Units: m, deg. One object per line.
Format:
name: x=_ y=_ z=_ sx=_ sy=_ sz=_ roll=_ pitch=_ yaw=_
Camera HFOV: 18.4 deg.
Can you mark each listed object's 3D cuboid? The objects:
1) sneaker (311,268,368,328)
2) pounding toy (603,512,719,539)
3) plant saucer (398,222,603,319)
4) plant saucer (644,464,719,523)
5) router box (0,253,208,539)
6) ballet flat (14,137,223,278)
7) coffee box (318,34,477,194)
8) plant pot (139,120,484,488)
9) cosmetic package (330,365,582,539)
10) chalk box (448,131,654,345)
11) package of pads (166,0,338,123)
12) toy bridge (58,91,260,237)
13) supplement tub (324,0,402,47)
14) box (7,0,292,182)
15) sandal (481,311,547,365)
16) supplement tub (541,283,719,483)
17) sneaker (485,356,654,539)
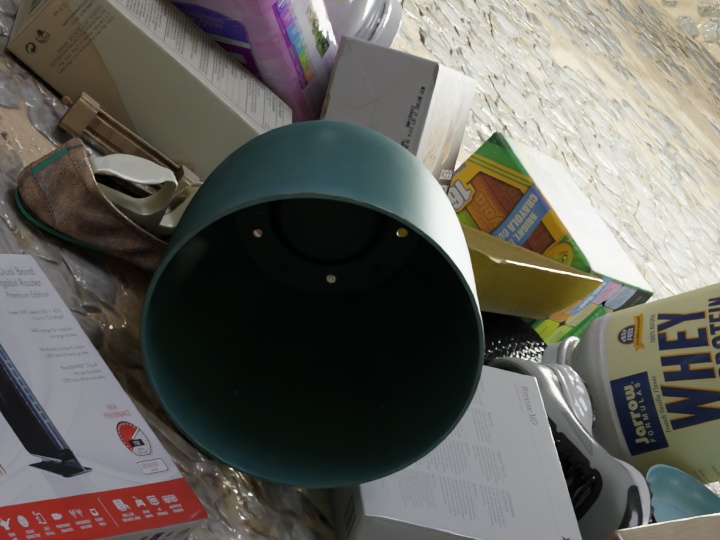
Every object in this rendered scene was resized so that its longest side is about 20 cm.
sneaker: x=0.000 y=0.000 z=1.533 sx=0.073 sy=0.081 sz=0.200 roll=11 pitch=2 yaw=-2
pounding toy: x=0.189 y=0.268 z=1.377 sx=0.183 sy=0.200 sz=0.143 roll=-1 pitch=49 yaw=-47
plant saucer: x=0.060 y=-0.012 z=1.707 sx=0.199 sy=0.049 sz=0.200 roll=23 pitch=7 yaw=29
plant saucer: x=0.261 y=0.224 z=1.568 sx=0.200 sy=0.027 sz=0.200 roll=41 pitch=20 yaw=-19
router box: x=-0.187 y=0.074 z=1.098 sx=0.180 sy=0.049 sz=0.200 roll=53 pitch=20 yaw=15
ballet flat: x=-0.128 y=-0.031 z=1.402 sx=0.200 sy=0.067 sz=0.068 roll=25 pitch=27 yaw=-50
coffee box: x=0.026 y=-0.107 z=1.677 sx=0.079 sy=0.115 sz=0.200 roll=17 pitch=4 yaw=10
plant pot: x=-0.025 y=0.003 z=1.337 sx=0.200 sy=0.200 sz=0.161 roll=41 pitch=24 yaw=-19
cosmetic package: x=0.055 y=0.128 z=1.433 sx=0.150 sy=0.052 sz=0.200 roll=12 pitch=30 yaw=-14
chalk box: x=0.148 y=0.007 z=1.844 sx=0.124 sy=0.125 sz=0.201 roll=18 pitch=33 yaw=-55
package of pads: x=-0.089 y=-0.188 z=1.616 sx=0.120 sy=0.076 sz=0.200 roll=20 pitch=-27 yaw=26
toy bridge: x=-0.123 y=-0.054 z=1.502 sx=0.200 sy=0.027 sz=0.067 roll=39 pitch=4 yaw=-10
supplement tub: x=-0.078 y=-0.232 z=1.787 sx=0.200 sy=0.145 sz=0.145 roll=39 pitch=20 yaw=-23
box: x=-0.143 y=-0.133 z=1.552 sx=0.200 sy=0.078 sz=0.095 roll=41 pitch=19 yaw=-19
sandal: x=0.071 y=0.062 z=1.706 sx=0.200 sy=0.048 sz=0.076 roll=3 pitch=48 yaw=-48
supplement tub: x=0.252 y=0.091 z=1.689 sx=0.145 sy=0.199 sz=0.146 roll=52 pitch=28 yaw=-44
sneaker: x=0.139 y=0.135 z=1.559 sx=0.079 sy=0.074 sz=0.201 roll=22 pitch=25 yaw=-36
